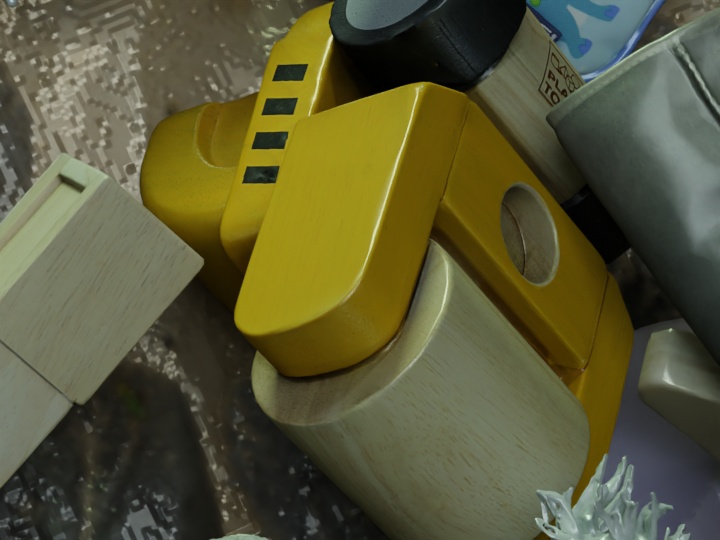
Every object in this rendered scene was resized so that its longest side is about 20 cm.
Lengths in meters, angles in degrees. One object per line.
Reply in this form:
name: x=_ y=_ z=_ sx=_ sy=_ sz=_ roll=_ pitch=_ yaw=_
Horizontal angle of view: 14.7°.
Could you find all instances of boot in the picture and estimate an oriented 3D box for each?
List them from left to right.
boot: x=0.118 y=0.030 z=0.821 sx=0.182 sy=0.073 sz=0.200 roll=-30 pitch=87 yaw=-30

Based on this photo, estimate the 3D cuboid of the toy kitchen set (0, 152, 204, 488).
toy kitchen set: x=-0.098 y=0.091 z=0.872 sx=0.180 sy=0.163 sz=0.200 roll=42 pitch=85 yaw=-16

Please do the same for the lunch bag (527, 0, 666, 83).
lunch bag: x=0.063 y=-0.172 z=0.969 sx=0.161 sy=0.082 sz=0.200 roll=43 pitch=78 yaw=-13

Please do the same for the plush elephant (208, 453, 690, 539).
plush elephant: x=0.005 y=0.150 z=0.752 sx=0.155 sy=0.165 sz=0.200 roll=-1 pitch=110 yaw=-40

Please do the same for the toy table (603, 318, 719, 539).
toy table: x=0.165 y=0.069 z=0.916 sx=0.200 sy=0.117 sz=0.184 roll=6 pitch=72 yaw=-8

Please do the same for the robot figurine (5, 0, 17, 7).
robot figurine: x=-0.120 y=-0.190 z=0.943 sx=0.113 sy=0.170 sz=0.200 roll=16 pitch=88 yaw=-48

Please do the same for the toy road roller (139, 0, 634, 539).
toy road roller: x=0.000 y=0.000 z=0.879 sx=0.123 sy=0.146 sz=0.200 roll=47 pitch=40 yaw=-33
